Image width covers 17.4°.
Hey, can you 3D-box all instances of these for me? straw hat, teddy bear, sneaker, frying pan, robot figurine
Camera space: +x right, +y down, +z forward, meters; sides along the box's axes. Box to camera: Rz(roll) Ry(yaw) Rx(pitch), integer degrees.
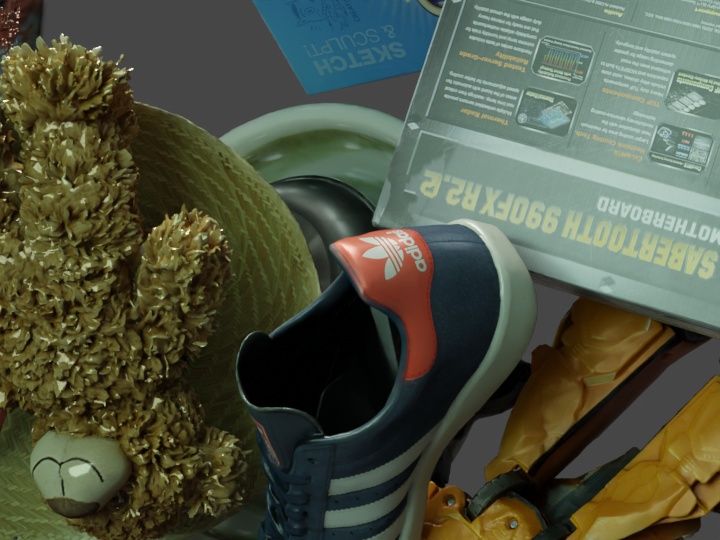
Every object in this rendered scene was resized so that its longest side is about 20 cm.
[{"bbox_3d":[-0.110,0.012,0.940,0.200,0.085,0.202,1,107,3],"label":"straw hat"},{"bbox_3d":[-0.112,0.013,0.861,0.144,0.067,0.201,2,108,5],"label":"teddy bear"},{"bbox_3d":[-0.016,0.064,0.845,0.075,0.084,0.201,50,126,42],"label":"sneaker"},{"bbox_3d":[-0.005,0.017,0.942,0.189,0.031,0.115,5,78,37],"label":"frying pan"},{"bbox_3d":[0.101,0.068,0.877,0.200,0.058,0.145,-44,58,2],"label":"robot figurine"}]

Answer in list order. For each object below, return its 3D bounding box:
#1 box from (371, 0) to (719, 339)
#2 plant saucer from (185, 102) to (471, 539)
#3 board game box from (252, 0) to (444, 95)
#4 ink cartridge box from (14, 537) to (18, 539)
[{"bbox_3d":[0.120,-0.061,0.845,0.199,0.048,0.159,17,88,28],"label":"box"},{"bbox_3d":[-0.021,0.031,0.993,0.199,0.050,0.201,-11,69,29],"label":"plant saucer"},{"bbox_3d":[0.033,-0.158,0.959,0.199,0.153,0.040,-10,38,31],"label":"board game box"},{"bbox_3d":[-0.178,0.109,1.009,0.084,0.145,0.201,-3,73,36],"label":"ink cartridge box"}]
